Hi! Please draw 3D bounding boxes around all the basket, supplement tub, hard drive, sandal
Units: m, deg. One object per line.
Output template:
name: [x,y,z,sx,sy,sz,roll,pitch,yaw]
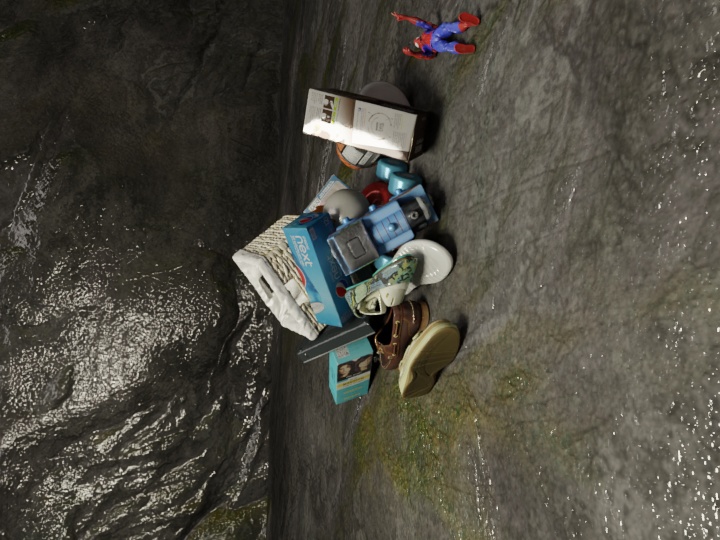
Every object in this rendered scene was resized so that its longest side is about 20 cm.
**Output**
basket: [-0.132,0.006,1.133,0.200,0.161,0.199,56,160,-21]
supplement tub: [0.019,-0.290,1.129,0.200,0.120,0.125,152,120,-71]
hard drive: [-0.029,0.099,1.086,0.198,0.033,0.140,-28,21,36]
sandal: [0.096,-0.015,0.928,0.050,0.083,0.202,-47,7,-27]

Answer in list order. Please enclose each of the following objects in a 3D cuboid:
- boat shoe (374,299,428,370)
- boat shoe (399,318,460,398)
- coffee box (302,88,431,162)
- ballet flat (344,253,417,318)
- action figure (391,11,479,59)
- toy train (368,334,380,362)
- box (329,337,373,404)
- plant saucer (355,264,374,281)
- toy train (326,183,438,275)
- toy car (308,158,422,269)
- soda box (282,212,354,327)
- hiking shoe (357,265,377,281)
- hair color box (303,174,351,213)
boat shoe: [0.060,0.120,1.002,0.202,0.069,0.071,108,152,-47]
boat shoe: [0.100,0.131,0.863,0.202,0.072,0.064,101,159,-51]
coffee box: [0.014,-0.259,0.958,0.113,0.197,0.081,-39,-35,-63]
ballet flat: [0.040,0.035,0.919,0.200,0.073,0.076,145,127,-58]
action figure: [0.108,-0.384,0.892,0.200,0.097,0.067,-125,42,-68]
toy train: [0.025,0.157,1.188,0.200,0.034,0.047,-154,79,-72]
box: [-0.022,0.214,1.171,0.202,0.081,0.050,94,155,-54]
plant saucer: [0.000,0.000,1.157,0.069,0.019,0.203,-29,71,38]
toy train: [0.037,-0.069,0.915,0.088,0.198,0.114,61,-173,-11]
toy car: [-0.006,-0.112,1.042,0.177,0.196,0.187,-118,35,-60]
soda box: [-0.068,0.000,0.992,0.067,0.064,0.203,5,122,41]
hiking shoe: [-0.008,0.063,1.238,0.200,0.074,0.103,127,146,-61]
hair color box: [-0.053,-0.131,1.192,0.100,0.060,0.200,-51,-8,1]
